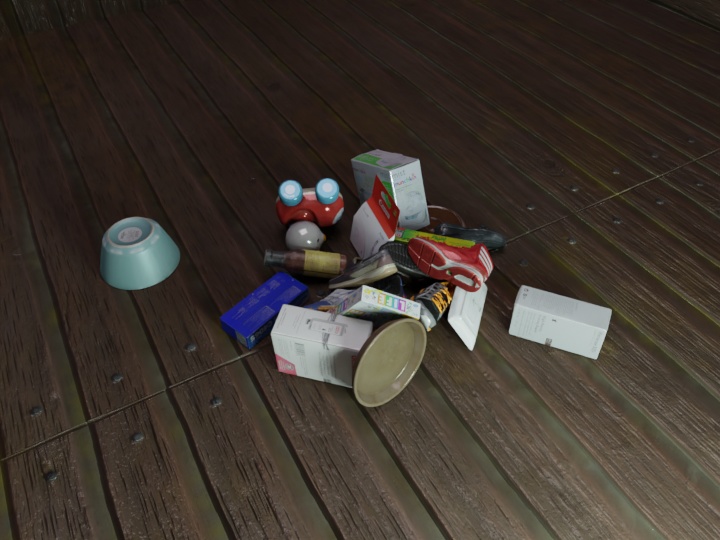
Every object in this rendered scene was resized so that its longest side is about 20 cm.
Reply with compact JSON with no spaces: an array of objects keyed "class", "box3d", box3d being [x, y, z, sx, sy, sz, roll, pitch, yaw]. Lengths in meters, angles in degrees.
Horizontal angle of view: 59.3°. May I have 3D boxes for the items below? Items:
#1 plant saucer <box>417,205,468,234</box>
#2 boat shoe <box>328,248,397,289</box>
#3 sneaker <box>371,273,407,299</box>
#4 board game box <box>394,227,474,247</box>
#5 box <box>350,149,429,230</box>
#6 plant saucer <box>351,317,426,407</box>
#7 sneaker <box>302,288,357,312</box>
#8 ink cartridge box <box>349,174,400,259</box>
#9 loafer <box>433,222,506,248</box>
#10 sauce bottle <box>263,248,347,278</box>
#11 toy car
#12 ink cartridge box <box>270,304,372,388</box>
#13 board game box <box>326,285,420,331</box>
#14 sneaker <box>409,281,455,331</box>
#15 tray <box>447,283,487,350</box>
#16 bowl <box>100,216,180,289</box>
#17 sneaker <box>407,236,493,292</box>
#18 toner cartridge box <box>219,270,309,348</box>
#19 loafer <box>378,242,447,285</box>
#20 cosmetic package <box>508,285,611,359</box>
[{"class":"plant saucer","box3d":[0.193,-0.113,1.683,0.198,0.035,0.201,0,43,0]},{"class":"boat shoe","box3d":[0.000,0.000,1.477,0.072,0.199,0.065,-5,79,-46]},{"class":"sneaker","box3d":[0.080,0.084,1.452,0.075,0.079,0.201,-20,42,1]},{"class":"board game box","box3d":[0.174,-0.037,1.554,0.198,0.102,0.048,11,46,12]},{"class":"box","box3d":[0.078,-0.206,1.634,0.096,0.178,0.200,-24,28,-22]},{"class":"plant saucer","box3d":[0.055,0.180,1.265,0.199,0.201,0.029,-31,44,-28]},{"class":"sneaker","box3d":[-0.060,0.088,1.460,0.198,0.076,0.088,-7,36,-19]},{"class":"ink cartridge box","box3d":[0.032,-0.108,1.557,0.057,0.201,0.163,-11,44,-18]},{"class":"loafer","box3d":[0.278,-0.071,1.605,0.199,0.068,0.071,7,72,-18]},{"class":"sauce bottle","box3d":[-0.134,-0.021,1.537,0.198,0.066,0.066,9,42,-14]},{"class":"toy car","box3d":[-0.126,-0.105,1.615,0.175,0.185,0.202,-3,73,-4]},{"class":"ink cartridge box","box3d":[-0.075,0.162,1.320,0.198,0.147,0.083,11,49,10]},{"class":"board game box","box3d":[0.017,0.096,1.324,0.133,0.200,0.035,18,62,-21]},{"class":"sneaker","box3d":[0.165,0.069,1.406,0.077,0.079,0.200,-28,9,20]},{"class":"tray","box3d":[0.252,0.074,1.443,0.022,0.108,0.201,-18,33,35]},{"class":"bowl","box3d":[-0.562,-0.059,1.584,0.199,0.106,0.202,0,43,0]},{"class":"sneaker","box3d":[0.213,-0.031,1.458,0.199,0.079,0.115,34,45,20]},{"class":"toner cartridge box","box3d":[-0.220,0.088,1.472,0.095,0.043,0.200,30,52,27]},{"class":"loafer","box3d":[0.126,0.000,1.505,0.199,0.071,0.073,23,49,-11]},{"class":"cosmetic package","box3d":[0.439,0.114,1.399,0.198,0.102,0.074,16,47,18]}]
